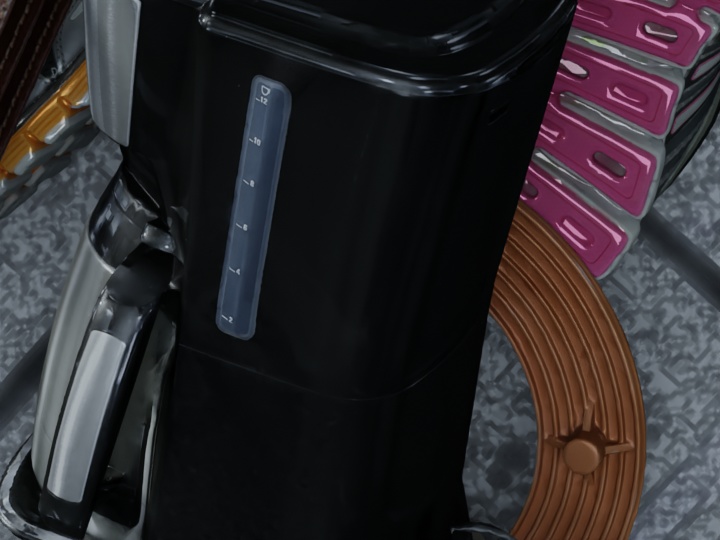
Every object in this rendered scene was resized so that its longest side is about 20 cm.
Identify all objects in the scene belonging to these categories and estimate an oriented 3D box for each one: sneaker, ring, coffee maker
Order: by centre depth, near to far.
[{"bbox_3d":[0.000,0.000,0.826,0.192,0.135,0.200,10,120,-5],"label":"coffee maker"},{"bbox_3d":[0.095,-0.091,0.908,0.074,0.087,0.200,24,110,6],"label":"sneaker"},{"bbox_3d":[-0.005,0.052,0.924,0.200,0.019,0.201,6,110,16],"label":"ring"},{"bbox_3d":[-0.144,-0.048,0.943,0.200,0.078,0.077,-42,87,9],"label":"sneaker"}]

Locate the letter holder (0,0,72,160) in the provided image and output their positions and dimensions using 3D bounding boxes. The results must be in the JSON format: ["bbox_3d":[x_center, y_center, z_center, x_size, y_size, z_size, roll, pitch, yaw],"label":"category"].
[{"bbox_3d":[-0.199,-0.080,0.812,0.200,0.101,0.142,22,78,1],"label":"letter holder"}]

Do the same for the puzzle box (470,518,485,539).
[{"bbox_3d":[-0.013,0.128,0.983,0.133,0.025,0.200,-34,94,8],"label":"puzzle box"}]
